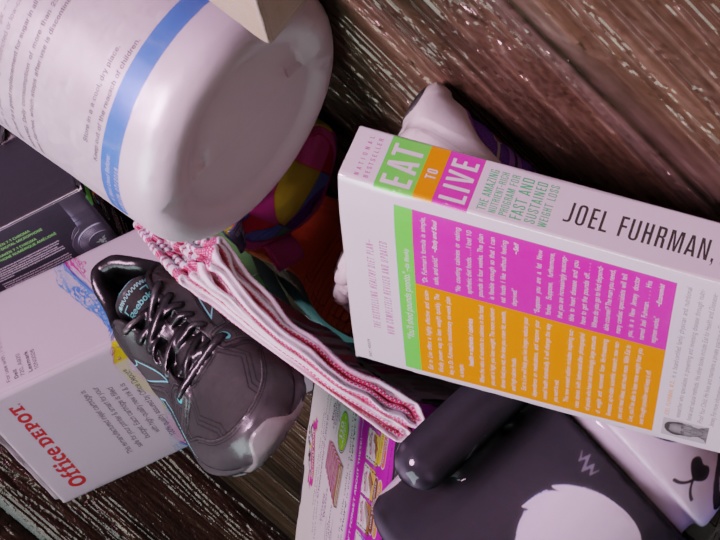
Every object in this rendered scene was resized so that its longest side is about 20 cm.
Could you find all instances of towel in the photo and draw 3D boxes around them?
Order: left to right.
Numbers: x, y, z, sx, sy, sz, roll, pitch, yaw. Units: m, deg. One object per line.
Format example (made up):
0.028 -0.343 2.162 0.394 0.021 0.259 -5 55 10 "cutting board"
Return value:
-0.047 0.019 0.852 0.146 0.030 0.200 38 179 -18 "towel"

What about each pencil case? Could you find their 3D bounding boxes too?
-0.105 -0.085 0.883 0.200 0.088 0.089 37 166 23 "pencil case"

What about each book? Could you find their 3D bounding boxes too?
0.092 0.014 0.643 0.198 0.048 0.134 17 154 14 "book"

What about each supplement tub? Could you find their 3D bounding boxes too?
-0.124 -0.116 0.746 0.199 0.132 0.132 34 165 20 "supplement tub"

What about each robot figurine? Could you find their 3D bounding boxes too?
0.088 0.118 0.773 0.125 0.200 0.150 46 -178 16 "robot figurine"

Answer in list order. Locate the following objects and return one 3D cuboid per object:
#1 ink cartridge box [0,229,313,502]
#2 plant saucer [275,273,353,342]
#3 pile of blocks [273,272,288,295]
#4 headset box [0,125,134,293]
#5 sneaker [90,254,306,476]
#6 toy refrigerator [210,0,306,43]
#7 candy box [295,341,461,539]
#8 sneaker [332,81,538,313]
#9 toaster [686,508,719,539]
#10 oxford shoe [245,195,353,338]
-0.146 0.053 1.063 0.145 0.199 0.084 65 -179 -53 "ink cartridge box"
0.010 0.035 1.087 0.200 0.027 0.200 36 166 11 "plant saucer"
-0.122 -0.031 1.127 0.082 0.062 0.200 34 162 43 "pile of blocks"
-0.214 -0.052 1.114 0.200 0.092 0.175 59 -173 -52 "headset box"
-0.096 0.047 0.867 0.079 0.076 0.200 40 178 -31 "sneaker"
-0.093 -0.180 0.600 0.200 0.070 0.076 38 173 9 "toy refrigerator"
0.017 0.123 0.932 0.060 0.138 0.200 6 -174 -16 "candy box"
0.039 -0.012 0.763 0.083 0.081 0.200 32 165 5 "sneaker"
0.123 0.142 0.943 0.129 0.114 0.200 39 165 -9 "toaster"
0.000 0.000 0.939 0.200 0.071 0.073 37 178 45 "oxford shoe"
